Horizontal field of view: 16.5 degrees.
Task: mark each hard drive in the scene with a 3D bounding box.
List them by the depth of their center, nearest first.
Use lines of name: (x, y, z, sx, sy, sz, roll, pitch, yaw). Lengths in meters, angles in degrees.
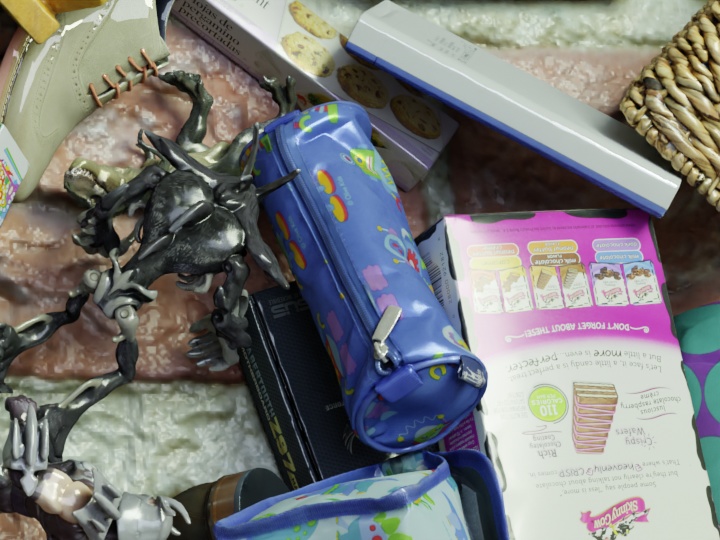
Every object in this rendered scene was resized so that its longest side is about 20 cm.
hard drive: (0.091, -0.095, 1.430, 0.199, 0.132, 0.025, 28, 102, 2)

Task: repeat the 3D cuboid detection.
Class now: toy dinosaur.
toy dinosaur: (-0.075, -0.067, 1.414, 0.199, 0.047, 0.089, 4, 86, -21)

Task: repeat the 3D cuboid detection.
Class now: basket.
basket: (0.250, -0.106, 1.441, 0.143, 0.200, 0.149, 44, 101, 0)

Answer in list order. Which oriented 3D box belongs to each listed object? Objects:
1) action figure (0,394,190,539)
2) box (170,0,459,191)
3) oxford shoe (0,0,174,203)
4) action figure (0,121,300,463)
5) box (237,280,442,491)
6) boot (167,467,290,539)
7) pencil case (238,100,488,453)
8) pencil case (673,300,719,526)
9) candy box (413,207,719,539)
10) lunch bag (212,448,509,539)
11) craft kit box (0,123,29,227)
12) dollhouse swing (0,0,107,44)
action figure: (-0.180, 0.104, 1.249, 0.199, 0.130, 0.070, 12, 59, 12)
box: (-0.034, -0.124, 1.452, 0.200, 0.039, 0.042, 38, 62, -4)
oxford shoe: (-0.147, -0.120, 1.373, 0.073, 0.071, 0.201, 23, 77, 8)
action figure: (-0.115, 0.007, 1.332, 0.200, 0.102, 0.119, -41, 82, -5)
box: (0.041, 0.067, 1.405, 0.199, 0.051, 0.159, -15, 78, -25)
boot: (-0.055, 0.197, 1.321, 0.201, 0.096, 0.075, 66, 31, -18)
pencil case: (0.000, 0.000, 1.329, 0.078, 0.087, 0.201, -28, 59, 7)
pencil case: (0.226, 0.113, 1.438, 0.092, 0.085, 0.201, -6, 72, 8)
candy box: (0.110, 0.070, 1.367, 0.136, 0.061, 0.201, -2, 72, -25)
lunch bag: (0.021, 0.184, 1.248, 0.127, 0.200, 0.171, -11, 89, 14)
craft kit box: (-0.295, 0.002, 1.252, 0.199, 0.049, 0.199, 10, 65, 20)
dollhouse swing: (-0.174, -0.273, 1.323, 0.200, 0.182, 0.176, -42, 130, -3)
